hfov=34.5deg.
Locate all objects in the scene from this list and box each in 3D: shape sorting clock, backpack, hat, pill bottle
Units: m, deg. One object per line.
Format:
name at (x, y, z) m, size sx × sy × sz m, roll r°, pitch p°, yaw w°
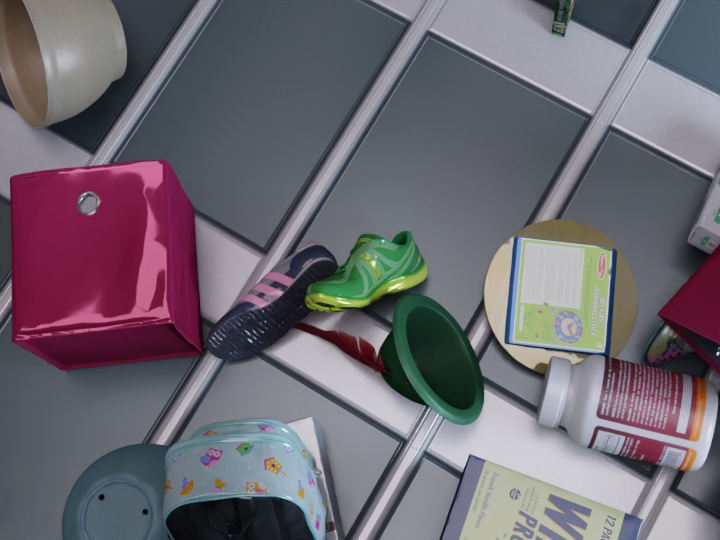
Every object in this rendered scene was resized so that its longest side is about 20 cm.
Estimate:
shape sorting clock at (0.255, 0.035, 1.474) m, size 0.198 × 0.039 × 0.202 m, roll 0°, pitch 78°, yaw 1°
backpack at (-0.128, 0.249, 1.275) m, size 0.174 × 0.201 × 0.155 m, roll -5°, pitch 58°, yaw 7°
hat at (0.036, 0.135, 1.456) m, size 0.175 × 0.165 × 0.202 m, roll -34°, pitch 51°, yaw 31°
pill bottle at (0.318, 0.166, 1.395) m, size 0.198 × 0.113 × 0.114 m, roll 13°, pitch 75°, yaw 7°

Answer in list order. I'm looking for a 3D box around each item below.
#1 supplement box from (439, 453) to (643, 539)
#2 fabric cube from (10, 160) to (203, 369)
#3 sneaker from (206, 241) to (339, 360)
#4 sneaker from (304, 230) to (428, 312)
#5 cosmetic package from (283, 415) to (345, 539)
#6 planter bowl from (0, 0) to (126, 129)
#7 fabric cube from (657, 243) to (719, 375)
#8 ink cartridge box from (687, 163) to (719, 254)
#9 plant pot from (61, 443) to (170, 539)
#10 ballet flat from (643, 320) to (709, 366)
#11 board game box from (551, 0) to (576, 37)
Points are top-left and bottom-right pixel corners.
supplement box at (0.191, 0.316, 1.315) m, size 0.198 × 0.200 × 0.135 m, roll 19°, pitch 77°, yaw 8°
fabric cube at (-0.310, -0.001, 1.430) m, size 0.194 × 0.200 × 0.202 m, roll -5°, pitch 75°, yaw 1°
sneaker at (-0.114, 0.038, 1.492) m, size 0.199 × 0.070 × 0.082 m, roll -33°, pitch 33°, yaw 4°
sneaker at (0.000, 0.000, 1.441) m, size 0.199 × 0.074 × 0.084 m, roll -22°, pitch 98°, yaw -44°
cosmetic package at (-0.084, 0.288, 1.403) m, size 0.112 × 0.081 × 0.202 m, roll -15°, pitch 75°, yaw 1°
planter bowl at (-0.396, -0.301, 1.548) m, size 0.134 × 0.200 × 0.201 m, roll -18°, pitch 72°, yaw -30°
fabric cube at (0.498, 0.055, 1.310) m, size 0.200 × 0.196 × 0.200 m, roll 42°, pitch 91°, yaw -9°
ink cartridge box at (0.528, -0.058, 1.448) m, size 0.199 × 0.050 × 0.162 m, roll 28°, pitch 60°, yaw 7°
plant pot at (-0.273, 0.301, 1.384) m, size 0.198 × 0.135 × 0.202 m, roll -1°, pitch 74°, yaw 4°
ballet flat at (0.435, 0.047, 1.442) m, size 0.071 × 0.069 × 0.200 m, roll 32°, pitch 75°, yaw 32°
board game box at (0.281, -0.399, 1.512) m, size 0.023 × 0.200 × 0.106 m, roll 16°, pitch 76°, yaw 9°
